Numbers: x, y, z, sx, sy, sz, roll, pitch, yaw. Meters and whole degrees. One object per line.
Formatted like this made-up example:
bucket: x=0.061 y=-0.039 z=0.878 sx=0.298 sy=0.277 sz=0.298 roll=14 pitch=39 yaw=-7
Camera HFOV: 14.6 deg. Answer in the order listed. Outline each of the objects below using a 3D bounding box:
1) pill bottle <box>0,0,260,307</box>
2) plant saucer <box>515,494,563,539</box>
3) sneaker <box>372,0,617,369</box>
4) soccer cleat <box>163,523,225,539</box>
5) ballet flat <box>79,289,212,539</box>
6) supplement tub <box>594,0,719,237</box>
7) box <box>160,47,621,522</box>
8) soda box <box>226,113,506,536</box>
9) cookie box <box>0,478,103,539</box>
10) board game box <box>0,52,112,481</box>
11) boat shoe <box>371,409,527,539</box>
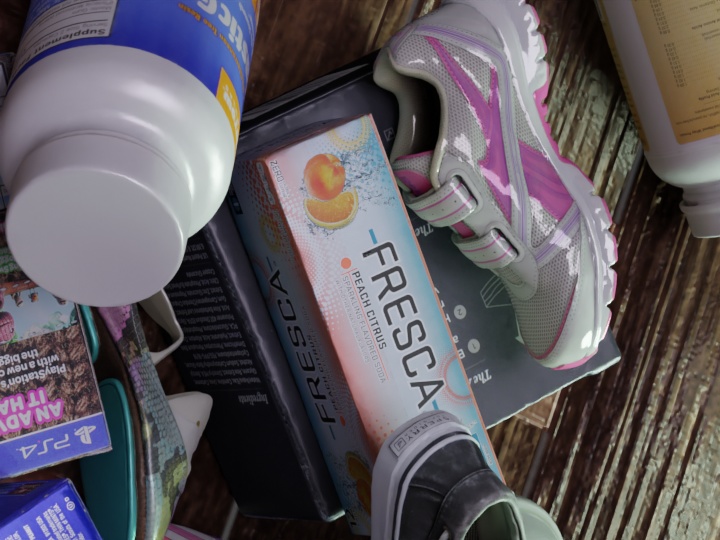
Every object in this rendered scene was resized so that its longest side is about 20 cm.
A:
pill bottle: x=-0.110 y=-0.079 z=1.321 sx=0.112 sy=0.112 sz=0.201 roll=33 pitch=36 yaw=-22
plant saucer: x=0.061 y=0.218 z=1.478 sx=0.200 sy=0.050 sz=0.201 roll=-31 pitch=132 yaw=-41
sneaker: x=0.060 y=-0.041 z=1.405 sx=0.088 sy=0.081 sz=0.201 roll=-20 pitch=88 yaw=-25
soccer cleat: x=-0.067 y=0.169 z=1.453 sx=0.199 sy=0.076 sz=0.067 roll=12 pitch=81 yaw=-27
ballet flat: x=-0.117 y=0.051 z=1.429 sx=0.071 sy=0.069 sz=0.201 roll=-10 pitch=77 yaw=-35
supplement tub: x=0.213 y=-0.133 z=1.582 sx=0.144 sy=0.144 sz=0.201 roll=-23 pitch=98 yaw=-27
box: x=0.000 y=0.000 z=1.476 sx=0.196 sy=0.117 sz=0.201 roll=-26 pitch=98 yaw=-26
soda box: x=0.001 y=0.028 z=1.371 sx=0.063 sy=0.068 sz=0.201 roll=-23 pitch=99 yaw=-23
cookie box: x=-0.226 y=0.182 z=1.317 sx=0.199 sy=0.171 sz=0.076 roll=-34 pitch=99 yaw=-25
board game box: x=-0.231 y=0.012 z=1.365 sx=0.159 sy=0.097 sz=0.202 roll=-15 pitch=94 yaw=-28
boat shoe: x=0.044 y=0.154 z=1.327 sx=0.072 sy=0.071 sz=0.201 roll=-28 pitch=140 yaw=-16
